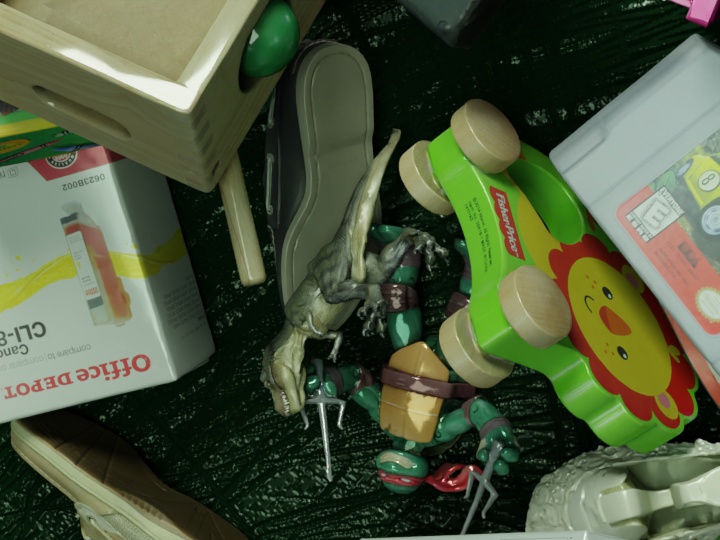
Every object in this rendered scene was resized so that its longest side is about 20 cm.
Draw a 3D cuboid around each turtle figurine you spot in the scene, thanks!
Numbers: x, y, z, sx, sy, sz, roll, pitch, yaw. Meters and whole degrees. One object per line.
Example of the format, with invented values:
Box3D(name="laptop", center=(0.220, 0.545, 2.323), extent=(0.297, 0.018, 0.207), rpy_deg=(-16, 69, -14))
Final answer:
Box3D(name="turtle figurine", center=(0.034, 0.075, 1.028), extent=(0.150, 0.101, 0.200), rpy_deg=(10, 91, 6))

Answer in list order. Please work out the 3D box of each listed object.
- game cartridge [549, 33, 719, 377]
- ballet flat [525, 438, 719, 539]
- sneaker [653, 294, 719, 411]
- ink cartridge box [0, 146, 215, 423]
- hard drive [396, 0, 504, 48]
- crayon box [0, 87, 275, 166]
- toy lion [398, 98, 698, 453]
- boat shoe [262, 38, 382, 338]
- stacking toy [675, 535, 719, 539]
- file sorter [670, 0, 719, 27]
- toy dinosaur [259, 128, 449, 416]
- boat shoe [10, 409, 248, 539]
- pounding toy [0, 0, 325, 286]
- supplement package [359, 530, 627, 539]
Box3D(name="game cartridge", center=(0.221, -0.032, 0.923), extent=(0.133, 0.041, 0.200), rpy_deg=(-40, 83, 16))
Box3D(name="ballet flat", center=(0.188, 0.133, 0.958), extent=(0.200, 0.072, 0.072), rpy_deg=(-15, 97, 19))
Box3D(name="sneaker", center=(0.243, 0.008, 0.973), extent=(0.108, 0.067, 0.201), rpy_deg=(-30, 90, 22))
Box3D(name="ink cartridge box", center=(-0.201, -0.011, 1.082), extent=(0.145, 0.083, 0.200), rpy_deg=(-14, 97, 17))
Box3D(name="hard drive", center=(0.025, -0.240, 0.892), extent=(0.200, 0.033, 0.140), rpy_deg=(45, 116, 22))
Box3D(name="crayon box", center=(-0.165, -0.143, 0.992), extent=(0.200, 0.058, 0.119), rpy_deg=(-13, 78, -15))
Box3D(name="toy lion", center=(0.127, 0.011, 0.963), extent=(0.069, 0.192, 0.200), rpy_deg=(-38, 49, 34))
Box3D(name="boat shoe", center=(-0.031, -0.056, 1.051), extent=(0.063, 0.073, 0.200), rpy_deg=(29, 121, 53))
Box3D(name="stacking toy", center=(0.225, 0.180, 1.011), extent=(0.200, 0.085, 0.085), rpy_deg=(32, 108, 11))
Box3D(name="file sorter", center=(0.183, -0.257, 0.896), extent=(0.125, 0.139, 0.200), rpy_deg=(23, 107, 11))
Box3D(name="toy dinosaur", center=(0.000, 0.000, 0.983), extent=(0.088, 0.047, 0.200), rpy_deg=(16, 76, 47))
Box3D(name="boat shoe", center=(-0.172, 0.171, 1.122), extent=(0.200, 0.072, 0.065), rpy_deg=(35, 108, 0))
Box3D(name="pounding toy", center=(-0.108, -0.129, 0.911), extent=(0.200, 0.142, 0.184), rpy_deg=(25, 71, 11))
Box3D(name="supplement package", center=(0.121, 0.242, 0.922), extent=(0.200, 0.191, 0.147), rpy_deg=(-15, 62, 52))
